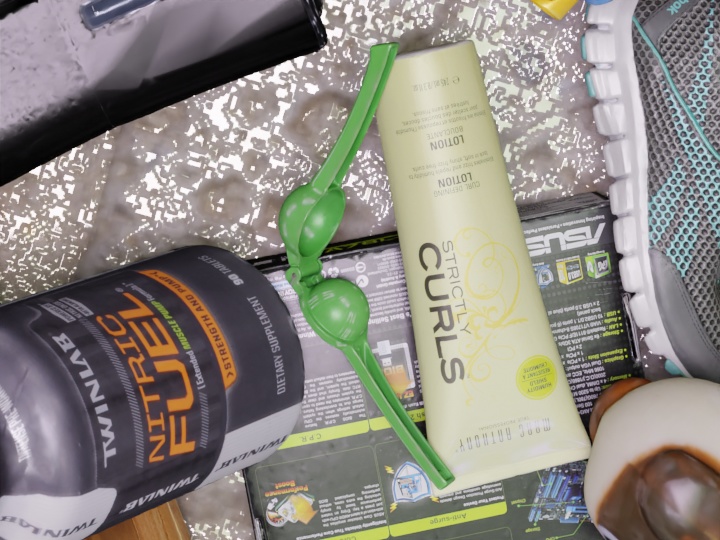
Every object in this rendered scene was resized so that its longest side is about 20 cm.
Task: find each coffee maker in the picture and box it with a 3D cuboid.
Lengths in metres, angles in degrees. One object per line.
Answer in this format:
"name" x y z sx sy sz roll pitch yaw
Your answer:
"coffee maker" -0.118 -0.102 1.016 0.199 0.135 0.193 -22 123 0

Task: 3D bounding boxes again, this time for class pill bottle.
"pill bottle" -0.123 0.060 0.969 0.106 0.200 0.107 13 111 36

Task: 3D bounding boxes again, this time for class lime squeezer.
"lime squeezer" 0.000 0.000 1.023 0.070 0.038 0.201 -5 98 17

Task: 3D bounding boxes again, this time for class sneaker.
"sneaker" 0.163 -0.042 1.045 0.091 0.078 0.201 -8 101 26

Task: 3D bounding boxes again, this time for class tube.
"tube" 0.050 -0.002 1.028 0.058 0.052 0.201 -8 97 36

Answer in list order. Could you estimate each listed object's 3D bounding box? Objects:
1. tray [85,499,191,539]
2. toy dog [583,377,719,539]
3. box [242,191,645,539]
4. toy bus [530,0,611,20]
"tray" -0.099 0.207 1.064 0.037 0.099 0.201 -14 101 40
"toy dog" 0.199 0.102 1.016 0.199 0.140 0.195 0 123 -12
"box" 0.040 0.076 1.081 0.199 0.048 0.194 -12 100 -3
"toy bus" 0.059 -0.198 1.001 0.136 0.200 0.192 -47 132 0
